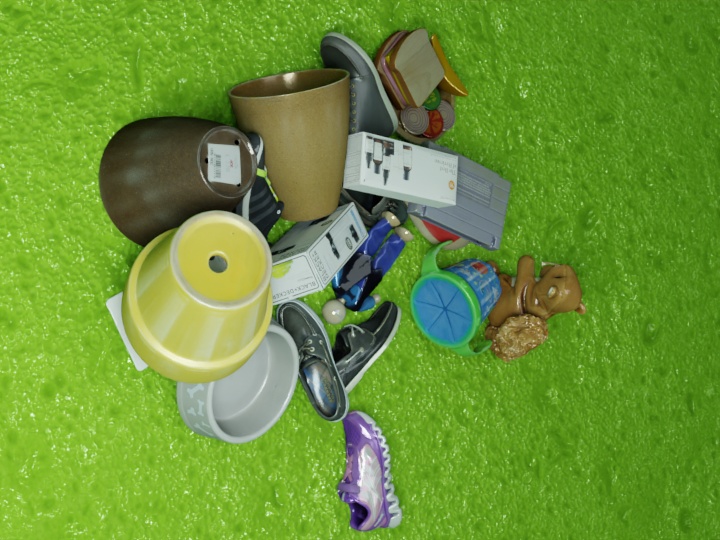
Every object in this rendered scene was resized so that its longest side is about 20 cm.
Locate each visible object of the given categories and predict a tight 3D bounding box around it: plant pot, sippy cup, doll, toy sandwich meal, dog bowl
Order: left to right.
[{"bbox_3d":[-0.231,-0.131,1.397,0.184,0.198,0.191,4,83,-38],"label":"plant pot"},{"bbox_3d":[-0.197,0.021,1.307,0.197,0.189,0.205,7,66,-17],"label":"plant pot"},{"bbox_3d":[-0.168,0.154,1.466,0.198,0.058,0.204,-25,125,-41],"label":"dog bowl"},{"bbox_3d":[-0.092,-0.185,1.546,0.185,0.185,0.204,-25,115,-37],"label":"plant pot"},{"bbox_3d":[0.000,0.000,1.656,0.136,0.048,0.201,45,74,-33],"label":"doll"},{"bbox_3d":[0.107,-0.322,1.775,0.202,0.070,0.210,5,83,-39],"label":"toy sandwich meal"},{"bbox_3d":[0.173,0.046,1.764,0.130,0.138,0.181,-30,136,-47],"label":"sippy cup"}]

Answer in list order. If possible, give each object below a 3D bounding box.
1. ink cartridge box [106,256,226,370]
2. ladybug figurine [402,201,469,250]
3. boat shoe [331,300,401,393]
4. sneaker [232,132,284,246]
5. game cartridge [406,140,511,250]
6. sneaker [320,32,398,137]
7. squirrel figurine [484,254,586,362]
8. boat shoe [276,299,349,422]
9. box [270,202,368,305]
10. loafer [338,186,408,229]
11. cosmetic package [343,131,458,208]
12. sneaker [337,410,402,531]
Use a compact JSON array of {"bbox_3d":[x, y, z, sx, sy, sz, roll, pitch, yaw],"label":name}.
[{"bbox_3d":[-0.246,0.046,1.452,0.199,0.067,0.118,-34,106,-36],"label":"ink cartridge box"},{"bbox_3d":[0.146,-0.122,1.786,0.200,0.071,0.137,44,61,-27],"label":"ladybug figurine"},{"bbox_3d":[-0.005,0.116,1.639,0.200,0.071,0.068,-49,112,-26],"label":"boat shoe"},{"bbox_3d":[-0.152,-0.111,1.504,0.081,0.072,0.203,-5,126,-26],"label":"sneaker"},{"bbox_3d":[0.170,-0.126,1.739,0.198,0.038,0.132,22,70,-33],"label":"game cartridge"},{"bbox_3d":[-0.018,-0.280,1.664,0.107,0.074,0.201,-50,117,-33],"label":"sneaker"},{"bbox_3d":[0.310,0.073,1.827,0.141,0.185,0.203,34,66,-31],"label":"squirrel figurine"},{"bbox_3d":[-0.073,0.135,1.554,0.203,0.068,0.057,64,7,5],"label":"boat shoe"},{"bbox_3d":[-0.076,-0.024,1.522,0.061,0.115,0.200,64,29,-15],"label":"box"},{"bbox_3d":[0.011,-0.117,1.681,0.198,0.062,0.073,22,73,-36],"label":"loafer"},{"bbox_3d":[0.067,-0.156,1.613,0.197,0.050,0.084,8,84,-37],"label":"cosmetic package"},{"bbox_3d":[0.001,0.326,1.625,0.087,0.080,0.204,-18,98,-31],"label":"sneaker"}]
